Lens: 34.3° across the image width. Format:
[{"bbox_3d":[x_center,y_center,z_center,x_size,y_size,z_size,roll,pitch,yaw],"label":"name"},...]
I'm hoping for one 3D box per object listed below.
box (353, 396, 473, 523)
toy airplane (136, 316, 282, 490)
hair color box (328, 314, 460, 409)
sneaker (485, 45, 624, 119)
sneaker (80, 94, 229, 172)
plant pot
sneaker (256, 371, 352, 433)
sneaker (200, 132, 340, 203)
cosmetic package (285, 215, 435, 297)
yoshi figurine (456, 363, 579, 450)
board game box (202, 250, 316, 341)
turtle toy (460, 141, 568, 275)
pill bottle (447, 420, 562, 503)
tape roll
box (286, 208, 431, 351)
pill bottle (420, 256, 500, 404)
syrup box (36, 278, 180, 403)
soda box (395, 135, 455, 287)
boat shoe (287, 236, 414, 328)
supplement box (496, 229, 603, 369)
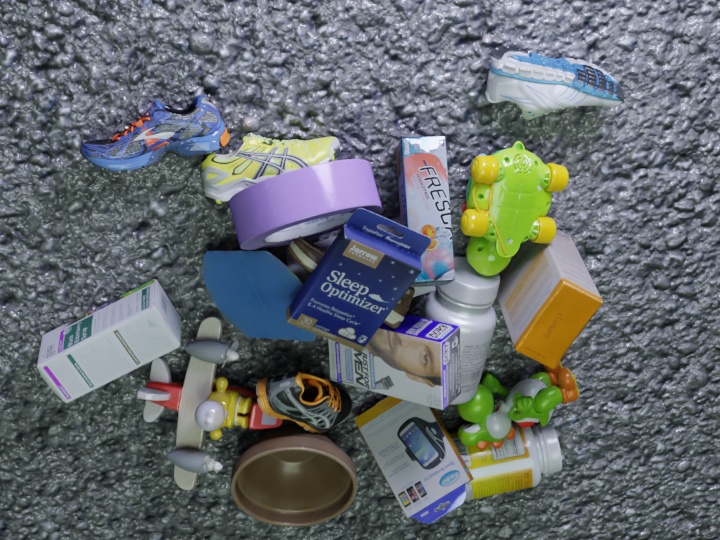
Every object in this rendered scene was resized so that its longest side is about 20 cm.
[{"bbox_3d":[0.088,0.289,1.826,0.118,0.041,0.202,-32,77,11],"label":"box"},{"bbox_3d":[-0.236,0.198,1.735,0.198,0.141,0.201,-34,101,-2],"label":"toy airplane"},{"bbox_3d":[0.048,0.123,1.712,0.198,0.065,0.111,10,116,30],"label":"hair color box"},{"bbox_3d":[0.263,-0.246,1.609,0.197,0.075,0.087,12,125,-6],"label":"sneaker"},{"bbox_3d":[-0.278,-0.186,1.560,0.197,0.075,0.079,-15,112,-10],"label":"sneaker"},{"bbox_3d":[-0.104,0.307,1.835,0.198,0.093,0.203,-1,134,-1],"label":"plant pot"},{"bbox_3d":[-0.068,0.194,1.758,0.077,0.079,0.199,-26,156,29],"label":"sneaker"},{"bbox_3d":[-0.124,-0.153,1.595,0.197,0.075,0.077,-18,105,-7],"label":"sneaker"},{"bbox_3d":[0.000,0.000,1.700,0.197,0.071,0.102,-16,119,1],"label":"cosmetic package"},{"bbox_3d":[0.231,0.195,1.821,0.198,0.113,0.113,-29,155,-3],"label":"yoshi figurine"},{"bbox_3d":[-0.137,0.025,1.676,0.198,0.039,0.159,0,127,39],"label":"board game box"},{"bbox_3d":[0.201,-0.086,1.657,0.144,0.101,0.203,6,107,-18],"label":"turtle toy"},{"bbox_3d":[0.220,0.304,1.885,0.197,0.110,0.110,-11,121,-2],"label":"pill bottle"},{"bbox_3d":[-0.074,-0.087,1.566,0.197,0.200,0.067,-16,85,1],"label":"tape roll"},{"bbox_3d":[-0.002,0.015,1.558,0.120,0.033,0.201,22,123,-20],"label":"box"},{"bbox_3d":[0.142,0.088,1.747,0.113,0.115,0.202,6,119,-12],"label":"pill bottle"},{"bbox_3d":[-0.365,0.103,1.698,0.198,0.079,0.082,-25,121,6],"label":"syrup box"},{"bbox_3d":[0.089,-0.081,1.612,0.063,0.068,0.203,-4,84,-6],"label":"soda box"},{"bbox_3d":[-0.008,-0.001,1.625,0.201,0.075,0.075,34,94,-28],"label":"boat shoe"},{"bbox_3d":[0.265,0.030,1.683,0.073,0.201,0.127,25,115,-17],"label":"supplement box"}]
